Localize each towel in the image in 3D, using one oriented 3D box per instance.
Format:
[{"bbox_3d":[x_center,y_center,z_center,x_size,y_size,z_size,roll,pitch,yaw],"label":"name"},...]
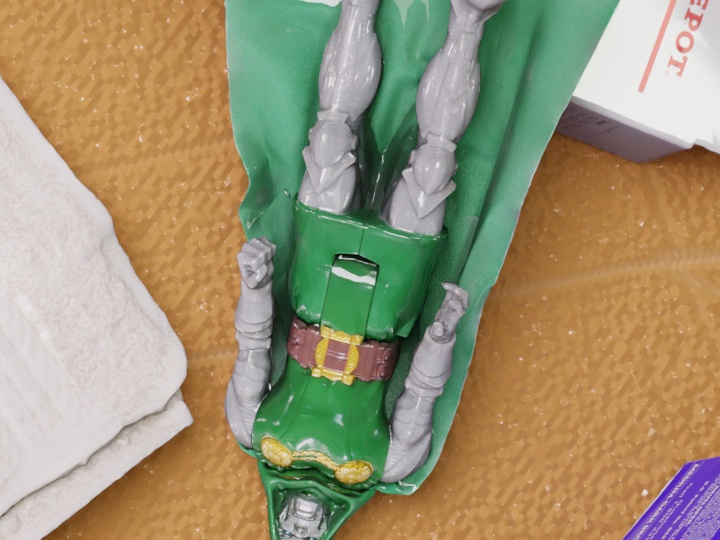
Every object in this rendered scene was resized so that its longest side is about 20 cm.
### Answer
[{"bbox_3d":[-0.146,-0.004,0.875,0.132,0.034,0.200,-39,93,-32],"label":"towel"}]

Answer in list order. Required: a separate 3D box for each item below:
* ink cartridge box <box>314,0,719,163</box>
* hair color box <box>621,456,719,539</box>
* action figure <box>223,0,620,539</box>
[{"bbox_3d":[0.062,-0.108,0.928,0.200,0.068,0.116,22,84,-9],"label":"ink cartridge box"},{"bbox_3d":[0.151,0.107,0.864,0.109,0.200,0.065,43,73,-6],"label":"hair color box"},{"bbox_3d":[0.000,0.000,0.887,0.118,0.055,0.200,14,113,8],"label":"action figure"}]
